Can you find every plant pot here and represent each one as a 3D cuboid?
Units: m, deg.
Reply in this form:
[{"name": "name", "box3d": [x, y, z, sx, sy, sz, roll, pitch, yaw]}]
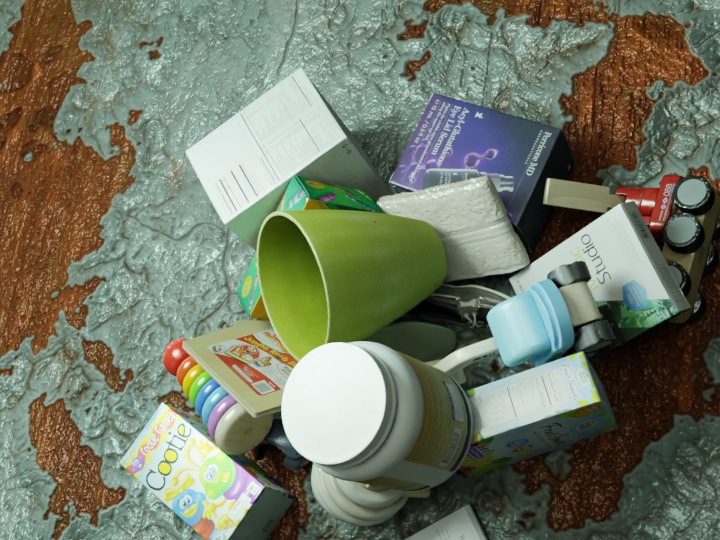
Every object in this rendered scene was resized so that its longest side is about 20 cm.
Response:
[{"name": "plant pot", "box3d": [0.000, 0.000, 1.271, 0.200, 0.187, 0.187, -14, 58, -29]}]

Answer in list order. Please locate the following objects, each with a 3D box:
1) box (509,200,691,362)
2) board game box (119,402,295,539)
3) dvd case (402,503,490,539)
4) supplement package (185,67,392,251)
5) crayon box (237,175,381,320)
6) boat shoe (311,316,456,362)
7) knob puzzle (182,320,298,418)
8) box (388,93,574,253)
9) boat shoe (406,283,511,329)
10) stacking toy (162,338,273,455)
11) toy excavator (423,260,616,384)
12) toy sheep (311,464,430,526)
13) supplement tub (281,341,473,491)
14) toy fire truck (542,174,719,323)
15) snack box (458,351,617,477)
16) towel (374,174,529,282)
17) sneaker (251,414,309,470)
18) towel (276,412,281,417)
[{"name": "box", "box3d": [0.284, 0.027, 1.233, 0.200, 0.036, 0.145, -40, 68, 45]}, {"name": "board game box", "box3d": [-0.206, 0.282, 1.364, 0.200, 0.103, 0.105, 32, 84, 28]}, {"name": "dvd case", "box3d": [0.083, 0.401, 1.250, 0.200, 0.025, 0.151, -31, 62, 8]}, {"name": "supplement package", "box3d": [-0.097, -0.135, 1.429, 0.200, 0.191, 0.147, -35, 60, 5]}, {"name": "crayon box", "box3d": [-0.071, -0.023, 1.367, 0.200, 0.119, 0.058, -61, 39, 26]}, {"name": "boat shoe", "box3d": [0.024, 0.088, 1.341, 0.201, 0.072, 0.061, -3, 30, -13]}, {"name": "knob puzzle", "box3d": [-0.107, 0.125, 1.342, 0.219, 0.219, 0.031, 25, 121, 27]}, {"name": "box", "box3d": [0.165, -0.133, 1.374, 0.200, 0.104, 0.148, 20, 78, 27]}, {"name": "boat shoe", "box3d": [0.118, 0.050, 1.342, 0.200, 0.067, 0.057, 15, 59, 33]}, {"name": "stacking toy", "box3d": [-0.205, 0.157, 1.364, 0.085, 0.085, 0.200, -50, 53, -2]}, {"name": "toy excavator", "box3d": [0.173, 0.081, 1.204, 0.199, 0.195, 0.100, -15, 73, -9]}, {"name": "toy sheep", "box3d": [0.004, 0.255, 1.264, 0.137, 0.200, 0.138, 10, 62, -19]}, {"name": "supplement tub", "box3d": [0.020, 0.156, 1.081, 0.144, 0.200, 0.145, -10, 70, 27]}, {"name": "toy fire truck", "box3d": [0.333, -0.042, 1.274, 0.200, 0.129, 0.176, 10, 75, 37]}, {"name": "snack box", "box3d": [0.193, 0.176, 1.210, 0.200, 0.169, 0.068, -22, 65, 13]}, {"name": "towel", "box3d": [0.113, -0.050, 1.326, 0.200, 0.133, 0.034, -9, 27, 44]}, {"name": "sneaker", "box3d": [-0.059, 0.223, 1.352, 0.199, 0.075, 0.085, -4, 78, 25]}, {"name": "towel", "box3d": [0.008, 0.161, 1.310, 0.199, 0.147, 0.022, 3, 110, 25]}]
